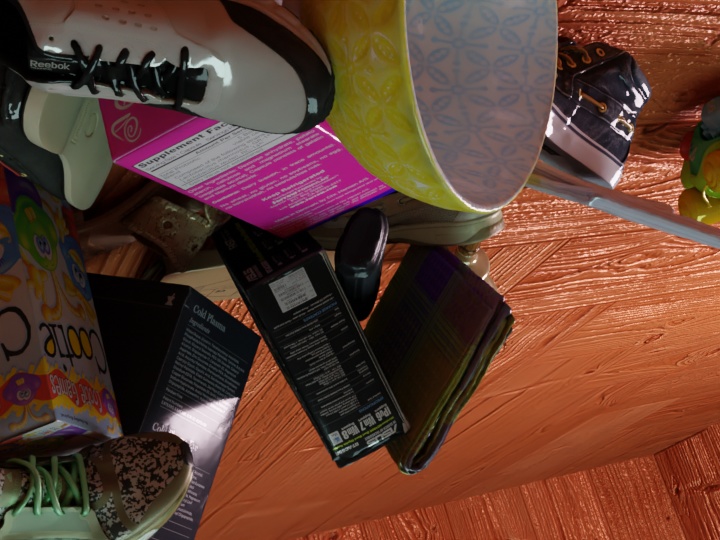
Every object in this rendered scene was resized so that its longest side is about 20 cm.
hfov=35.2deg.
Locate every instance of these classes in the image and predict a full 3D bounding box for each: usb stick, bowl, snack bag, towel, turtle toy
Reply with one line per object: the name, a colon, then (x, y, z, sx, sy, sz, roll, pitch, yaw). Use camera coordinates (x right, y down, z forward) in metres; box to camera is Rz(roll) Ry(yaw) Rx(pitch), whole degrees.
usb stick: (0.000, 0.000, 0.852, 0.033, 0.056, 0.200, 23, 169, 4)
bowl: (0.023, -0.132, 0.613, 0.107, 0.201, 0.200, 3, 172, 31)
snack bag: (0.146, -0.053, 0.738, 0.188, 0.021, 0.200, 14, -172, -34)
towel: (0.047, 0.056, 0.861, 0.023, 0.200, 0.144, 25, 100, -20)
turtle toy: (0.352, -0.106, 1.040, 0.145, 0.101, 0.200, -14, 161, -8)

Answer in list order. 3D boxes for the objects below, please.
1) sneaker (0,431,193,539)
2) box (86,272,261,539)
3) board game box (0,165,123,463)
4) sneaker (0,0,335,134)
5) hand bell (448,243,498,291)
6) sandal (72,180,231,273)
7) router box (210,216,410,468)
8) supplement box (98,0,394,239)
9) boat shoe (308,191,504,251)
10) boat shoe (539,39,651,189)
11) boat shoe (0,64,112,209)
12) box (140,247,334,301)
sneaker: (-0.199, 0.140, 0.688, 0.200, 0.077, 0.089, -17, 153, -9)
box: (-0.204, 0.103, 0.858, 0.200, 0.182, 0.104, 7, 161, 31)
board game box: (-0.242, 0.030, 0.755, 0.103, 0.200, 0.105, -20, 161, 7)
sneaker: (-0.110, -0.102, 0.539, 0.200, 0.080, 0.074, 19, 133, 4)
hand bell: (0.106, -0.028, 1.102, 0.104, 0.104, 0.200, -12, 148, -16)
sandal: (-0.155, -0.026, 0.873, 0.211, 0.070, 0.078, -20, 161, 6)
router box: (-0.044, 0.038, 0.852, 0.062, 0.150, 0.200, -29, -160, -6)
supplement box: (-0.064, -0.102, 0.699, 0.103, 0.101, 0.200, -23, 159, 19)
boat shoe: (0.018, -0.055, 0.919, 0.200, 0.063, 0.073, 1, -159, 34)
boat shoe: (0.136, -0.138, 0.823, 0.200, 0.091, 0.071, 28, 173, -42)
boat shoe: (-0.191, -0.090, 0.691, 0.063, 0.074, 0.201, 19, 170, 3)
box: (-0.099, 0.001, 1.027, 0.200, 0.021, 0.163, -9, 169, -24)
